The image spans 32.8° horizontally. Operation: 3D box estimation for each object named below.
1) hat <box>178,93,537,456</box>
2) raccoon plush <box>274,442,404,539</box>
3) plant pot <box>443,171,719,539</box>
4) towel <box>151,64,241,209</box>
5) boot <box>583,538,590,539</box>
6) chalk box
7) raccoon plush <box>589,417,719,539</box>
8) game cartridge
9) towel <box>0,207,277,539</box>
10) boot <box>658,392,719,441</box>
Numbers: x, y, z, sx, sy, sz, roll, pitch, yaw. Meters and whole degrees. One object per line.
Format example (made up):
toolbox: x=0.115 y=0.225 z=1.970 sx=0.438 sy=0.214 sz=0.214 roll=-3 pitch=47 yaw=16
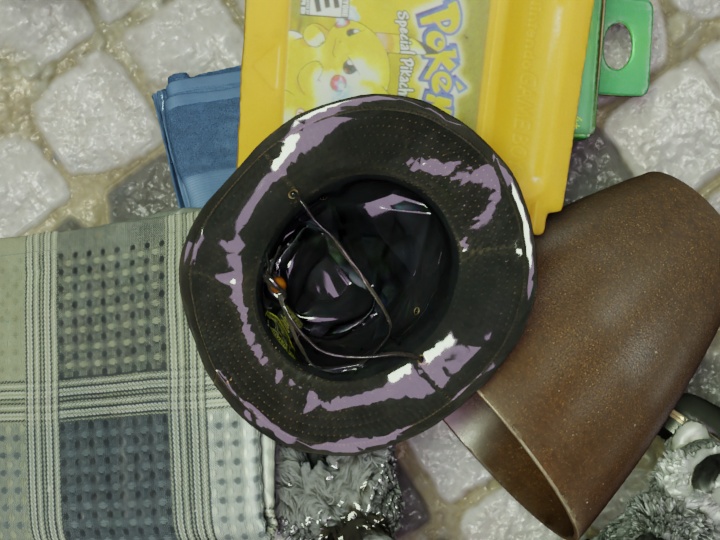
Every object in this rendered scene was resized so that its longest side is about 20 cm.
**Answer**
hat: x=0.000 y=0.000 z=0.693 sx=0.198 sy=0.081 sz=0.204 roll=0 pitch=99 yaw=0
raccoon plush: x=-0.009 y=0.163 z=0.782 sx=0.095 sy=0.134 sz=0.202 roll=-11 pitch=66 yaw=9
plant pot: x=0.146 y=0.036 z=0.791 sx=0.199 sy=0.187 sz=0.188 roll=-40 pitch=93 yaw=-10
towel: x=-0.063 y=-0.041 z=0.804 sx=0.110 sy=0.049 sz=0.202 roll=-10 pitch=70 yaw=-17
boot: x=0.188 y=0.303 z=0.851 sx=0.161 sy=0.073 sz=0.200 roll=22 pitch=101 yaw=1
chalk box: x=0.092 y=-0.148 z=0.790 sx=0.197 sy=0.124 sz=0.126 roll=2 pitch=95 yaw=0
raccoon plush: x=0.165 y=0.171 z=0.775 sx=0.198 sy=0.134 sz=0.097 roll=-18 pitch=116 yaw=35
game cartridge: x=0.030 y=-0.114 z=0.711 sx=0.197 sy=0.032 sz=0.179 roll=5 pitch=110 yaw=1
towel: x=-0.139 y=0.065 z=0.747 sx=0.190 sy=0.034 sz=0.203 roll=-6 pitch=82 yaw=21
boot: x=0.304 y=0.089 z=0.839 sx=0.198 sy=0.077 sz=0.140 roll=24 pitch=90 yaw=-15
